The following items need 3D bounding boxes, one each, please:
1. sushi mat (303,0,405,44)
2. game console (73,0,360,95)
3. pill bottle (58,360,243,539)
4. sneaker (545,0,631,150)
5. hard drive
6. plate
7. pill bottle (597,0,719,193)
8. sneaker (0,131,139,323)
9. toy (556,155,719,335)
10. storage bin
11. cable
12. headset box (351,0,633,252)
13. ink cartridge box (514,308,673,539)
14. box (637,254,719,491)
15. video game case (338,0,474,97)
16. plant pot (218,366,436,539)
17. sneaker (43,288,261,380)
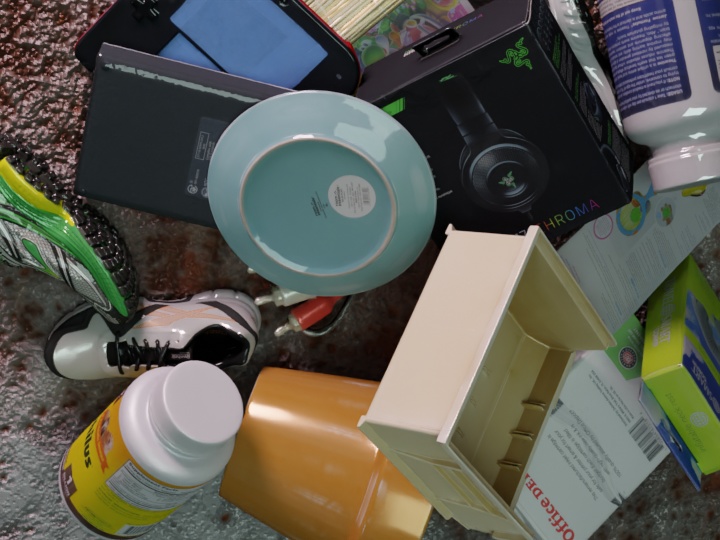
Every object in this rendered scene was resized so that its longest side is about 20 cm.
[{"bbox_3d":[0.028,-0.283,1.414,0.200,0.012,0.096,-39,98,6],"label":"sushi mat"},{"bbox_3d":[-0.118,-0.179,1.412,0.200,0.031,0.177,42,109,-18],"label":"game console"},{"bbox_3d":[-0.183,0.157,1.462,0.109,0.110,0.200,28,139,-18],"label":"pill bottle"},{"bbox_3d":[0.187,-0.167,1.472,0.079,0.074,0.201,-22,111,15],"label":"sneaker"},{"bbox_3d":[-0.139,-0.106,1.425,0.199,0.033,0.140,13,121,-5],"label":"hard drive"},{"bbox_3d":[-0.035,-0.058,1.405,0.199,0.026,0.201,4,122,7],"label":"plate"},{"bbox_3d":[0.272,-0.173,1.418,0.110,0.111,0.201,-11,88,-5],"label":"pill bottle"},{"bbox_3d":[-0.272,-0.026,1.448,0.085,0.078,0.200,-40,103,15],"label":"sneaker"},{"bbox_3d":[0.249,-0.039,1.509,0.200,0.047,0.115,-42,123,-17],"label":"toy"},{"bbox_3d":[0.114,0.098,1.383,0.199,0.093,0.201,49,57,-44],"label":"storage bin"},{"bbox_3d":[0.000,0.000,1.508,0.199,0.050,0.098,-22,110,0],"label":"cable"},{"bbox_3d":[0.112,-0.123,1.412,0.173,0.093,0.200,-24,115,22],"label":"headset box"},{"bbox_3d":[0.202,0.147,1.552,0.200,0.084,0.146,-43,113,-12],"label":"ink cartridge box"},{"bbox_3d":[0.306,0.090,1.516,0.047,0.200,0.122,-24,116,27],"label":"box"},{"bbox_3d":[0.027,-0.162,1.468,0.200,0.018,0.143,-37,113,6],"label":"video game case"},{"bbox_3d":[-0.024,0.175,1.510,0.182,0.200,0.201,20,107,0],"label":"plant pot"},{"bbox_3d":[-0.187,0.063,1.488,0.199,0.080,0.074,-11,114,-4],"label":"sneaker"}]
